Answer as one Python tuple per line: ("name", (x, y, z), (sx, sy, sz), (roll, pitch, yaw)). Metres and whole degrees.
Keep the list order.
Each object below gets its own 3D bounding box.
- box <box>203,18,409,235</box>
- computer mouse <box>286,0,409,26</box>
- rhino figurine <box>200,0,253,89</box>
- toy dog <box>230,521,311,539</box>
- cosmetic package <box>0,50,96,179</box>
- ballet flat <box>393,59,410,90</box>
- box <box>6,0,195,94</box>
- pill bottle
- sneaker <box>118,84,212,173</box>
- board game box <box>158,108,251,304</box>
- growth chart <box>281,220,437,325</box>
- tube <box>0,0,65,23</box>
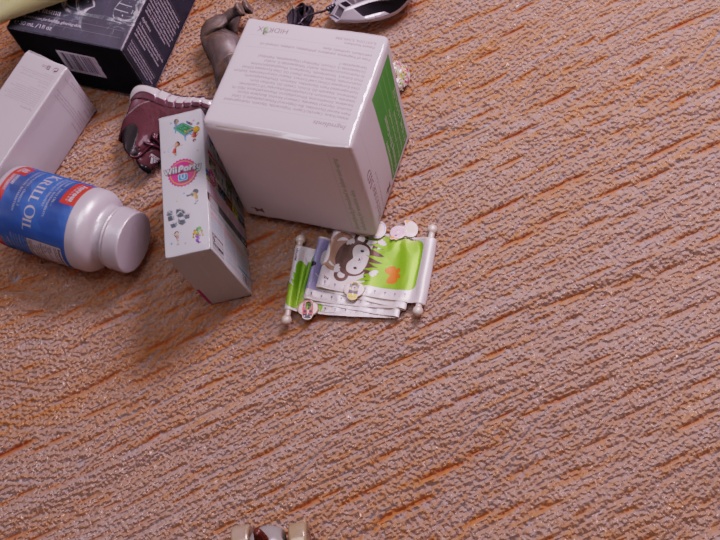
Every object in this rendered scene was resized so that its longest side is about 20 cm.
("box", (-0.061, -0.179, 1.381), (0.197, 0.200, 0.173), (11, 63, 17))
("computer mouse", (-0.007, -0.366, 1.541), (0.197, 0.044, 0.110), (-18, 38, 3))
("rhino figurine", (-0.172, -0.288, 1.536), (0.087, 0.060, 0.202), (-30, 62, 20))
("toy dog", (-0.096, 0.362, 1.204), (0.131, 0.097, 0.201), (-28, 63, -1))
("cosmetic package", (-0.469, -0.188, 1.529), (0.080, 0.113, 0.201), (23, 70, 20))
("ballet flat", (-0.032, -0.267, 1.496), (0.197, 0.064, 0.077), (-4, 64, 10))
("box", (-0.370, -0.380, 1.590), (0.197, 0.124, 0.199), (13, 67, 18))
("pill bottle", (-0.383, -0.063, 1.452), (0.197, 0.112, 0.113), (15, 70, 18))
("sneaker", (-0.252, -0.181, 1.507), (0.198, 0.076, 0.117), (15, 75, 29))
("board game box", (-0.199, -0.080, 1.401), (0.063, 0.148, 0.203), (-12, 63, 9))
("growth chart", (0.000, 0.000, 1.393), (0.197, 0.018, 0.147), (-2, 65, 10))
("tube", (-0.457, -0.388, 1.519), (0.197, 0.053, 0.058), (-14, 22, 13))
